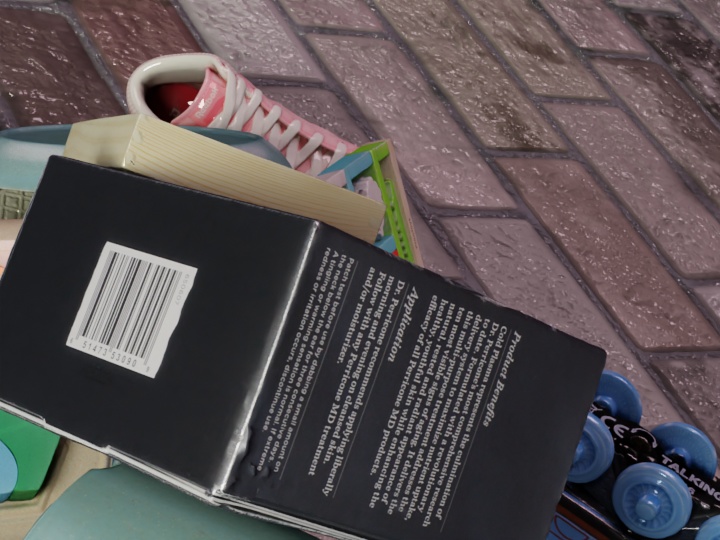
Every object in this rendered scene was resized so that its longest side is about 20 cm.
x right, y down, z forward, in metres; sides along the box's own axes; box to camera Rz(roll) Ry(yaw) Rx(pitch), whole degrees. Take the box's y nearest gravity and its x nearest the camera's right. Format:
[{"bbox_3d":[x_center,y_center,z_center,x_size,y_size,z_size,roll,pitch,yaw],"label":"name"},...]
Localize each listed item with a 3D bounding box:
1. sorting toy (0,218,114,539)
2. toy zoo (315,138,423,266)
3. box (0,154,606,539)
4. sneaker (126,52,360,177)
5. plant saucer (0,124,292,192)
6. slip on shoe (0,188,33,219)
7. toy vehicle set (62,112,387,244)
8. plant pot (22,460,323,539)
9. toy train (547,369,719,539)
[{"bbox_3d":[-0.151,0.054,1.005,0.185,0.036,0.200,-3,63,-25],"label":"sorting toy"},{"bbox_3d":[0.000,0.000,1.197,0.020,0.131,0.200,-11,11,19],"label":"toy zoo"},{"bbox_3d":[-0.035,0.046,0.884,0.197,0.124,0.200,26,-7,-43],"label":"box"},{"bbox_3d":[-0.070,-0.082,1.293,0.200,0.075,0.105,26,-10,10],"label":"sneaker"},{"bbox_3d":[-0.138,-0.068,1.166,0.200,0.027,0.200,2,9,0],"label":"plant saucer"},{"bbox_3d":[-0.152,0.041,1.118,0.200,0.061,0.074,49,48,10],"label":"slip on shoe"},{"bbox_3d":[-0.075,-0.043,0.978,0.124,0.027,0.200,20,-3,-17],"label":"toy vehicle set"},{"bbox_3d":[-0.059,0.191,0.865,0.196,0.200,0.200,26,32,15],"label":"plant pot"},{"bbox_3d":[0.162,0.145,1.136,0.200,0.114,0.087,33,30,10],"label":"toy train"}]
